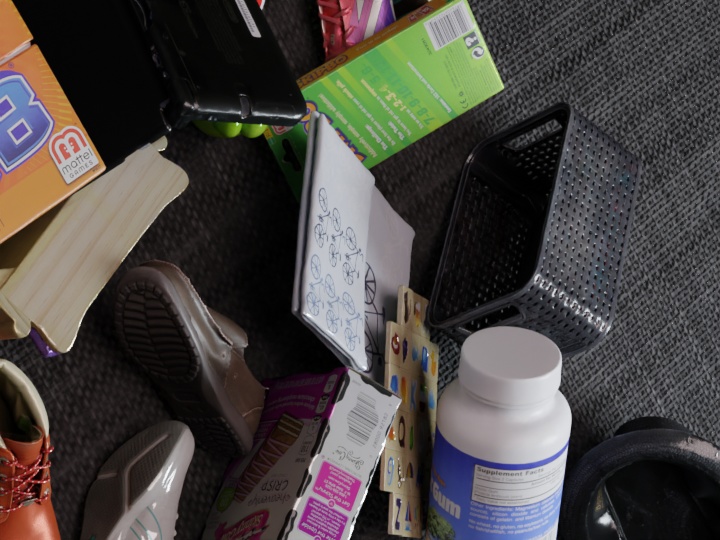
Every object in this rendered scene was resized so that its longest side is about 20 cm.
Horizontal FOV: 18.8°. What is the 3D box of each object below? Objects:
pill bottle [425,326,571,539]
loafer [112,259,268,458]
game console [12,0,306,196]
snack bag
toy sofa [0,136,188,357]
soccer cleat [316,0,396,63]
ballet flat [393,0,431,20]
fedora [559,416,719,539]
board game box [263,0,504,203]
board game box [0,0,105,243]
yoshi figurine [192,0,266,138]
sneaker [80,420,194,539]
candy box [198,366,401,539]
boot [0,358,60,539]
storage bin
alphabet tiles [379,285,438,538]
[{"bbox_3d":[0.114,0.151,1.785,0.112,0.112,0.201,-20,127,-35],"label":"pill bottle"},{"bbox_3d":[-0.130,0.058,1.681,0.071,0.073,0.201,-62,145,-36],"label":"loafer"},{"bbox_3d":[-0.164,-0.158,1.623,0.175,0.117,0.201,1,51,-39],"label":"game console"},{"bbox_3d":[0.000,0.000,1.743,0.200,0.021,0.190,50,37,-50],"label":"snack bag"},{"bbox_3d":[-0.226,-0.032,1.628,0.098,0.083,0.200,46,61,-25],"label":"toy sofa"},{"bbox_3d":[-0.006,-0.201,1.816,0.073,0.068,0.201,-34,107,-28],"label":"soccer cleat"},{"bbox_3d":[0.049,-0.233,1.858,0.062,0.067,0.201,-39,108,-42],"label":"ballet flat"},{"bbox_3d":[0.270,0.201,1.935,0.201,0.200,0.092,46,29,-23],"label":"fedora"},{"bbox_3d":[0.015,-0.142,1.786,0.199,0.030,0.096,-32,121,-9],"label":"board game box"},{"bbox_3d":[-0.340,-0.093,1.481,0.200,0.200,0.201,-39,108,-32],"label":"board game box"},{"bbox_3d":[-0.112,-0.191,1.737,0.112,0.112,0.201,46,38,-66],"label":"yoshi figurine"},{"bbox_3d":[-0.174,0.210,1.656,0.080,0.070,0.201,37,71,-37],"label":"sneaker"},{"bbox_3d":[-0.058,0.180,1.693,0.061,0.136,0.201,30,68,-25],"label":"candy box"},{"bbox_3d":[-0.256,0.153,1.575,0.075,0.107,0.201,-27,102,-36],"label":"boot"},{"bbox_3d":[0.149,-0.025,1.842,0.094,0.135,0.201,34,53,-28],"label":"storage bin"},{"bbox_3d":[0.041,0.118,1.786,0.166,0.006,0.201,28,64,-73],"label":"alphabet tiles"}]
